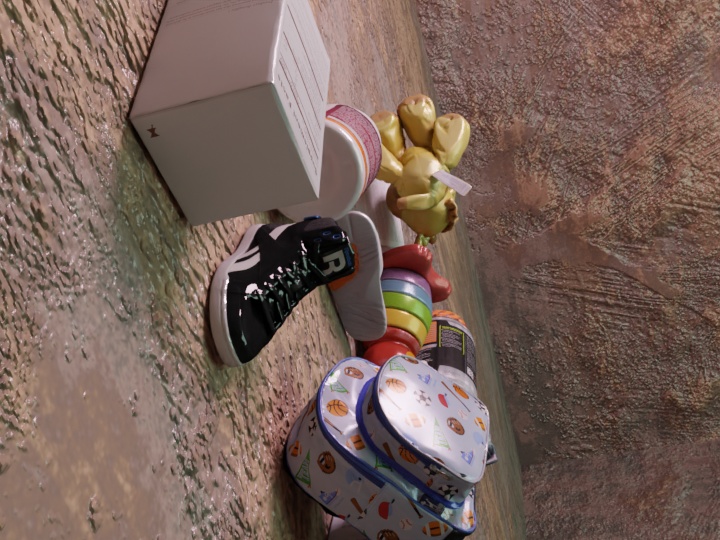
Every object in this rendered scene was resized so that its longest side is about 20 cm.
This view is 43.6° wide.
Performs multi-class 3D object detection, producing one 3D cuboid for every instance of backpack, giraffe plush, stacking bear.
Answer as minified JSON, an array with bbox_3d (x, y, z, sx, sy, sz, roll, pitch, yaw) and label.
[{"bbox_3d":[0.028,0.176,0.883,0.155,0.189,0.200,-63,-178,22],"label":"backpack"},{"bbox_3d":[0.088,-0.122,1.286,0.201,0.172,0.163,54,-12,30],"label":"giraffe plush"},{"bbox_3d":[0.049,0.083,1.262,0.122,0.113,0.201,54,38,-42],"label":"stacking bear"}]

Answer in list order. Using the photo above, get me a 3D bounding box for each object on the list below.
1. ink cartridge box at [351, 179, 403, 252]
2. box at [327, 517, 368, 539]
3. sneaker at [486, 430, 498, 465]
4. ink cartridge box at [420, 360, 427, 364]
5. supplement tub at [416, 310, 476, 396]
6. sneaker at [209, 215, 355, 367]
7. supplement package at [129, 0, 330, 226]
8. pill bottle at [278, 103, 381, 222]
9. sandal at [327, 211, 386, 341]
[{"bbox_3d":[-0.010,-0.114,1.313,0.199,0.057,0.164,5,74,-56],"label":"ink cartridge box"},{"bbox_3d":[0.035,0.352,0.983,0.200,0.104,0.185,-72,149,-64],"label":"box"},{"bbox_3d":[0.128,0.218,1.178,0.200,0.080,0.075,51,31,-61],"label":"sneaker"},{"bbox_3d":[0.067,0.248,1.259,0.201,0.084,0.146,-82,158,-53],"label":"ink cartridge box"},{"bbox_3d":[0.132,0.163,1.504,0.201,0.121,0.123,-80,156,-56],"label":"supplement tub"},{"bbox_3d":[-0.062,0.005,0.807,0.201,0.111,0.074,-80,155,-58],"label":"sneaker"},{"bbox_3d":[-0.099,-0.154,0.754,0.201,0.116,0.118,-88,162,-44],"label":"supplement package"},{"bbox_3d":[-0.036,-0.128,1.031,0.200,0.113,0.115,-59,137,-71],"label":"pill bottle"},{"bbox_3d":[-0.008,0.001,1.160,0.059,0.078,0.208,-87,171,-50],"label":"sandal"}]
